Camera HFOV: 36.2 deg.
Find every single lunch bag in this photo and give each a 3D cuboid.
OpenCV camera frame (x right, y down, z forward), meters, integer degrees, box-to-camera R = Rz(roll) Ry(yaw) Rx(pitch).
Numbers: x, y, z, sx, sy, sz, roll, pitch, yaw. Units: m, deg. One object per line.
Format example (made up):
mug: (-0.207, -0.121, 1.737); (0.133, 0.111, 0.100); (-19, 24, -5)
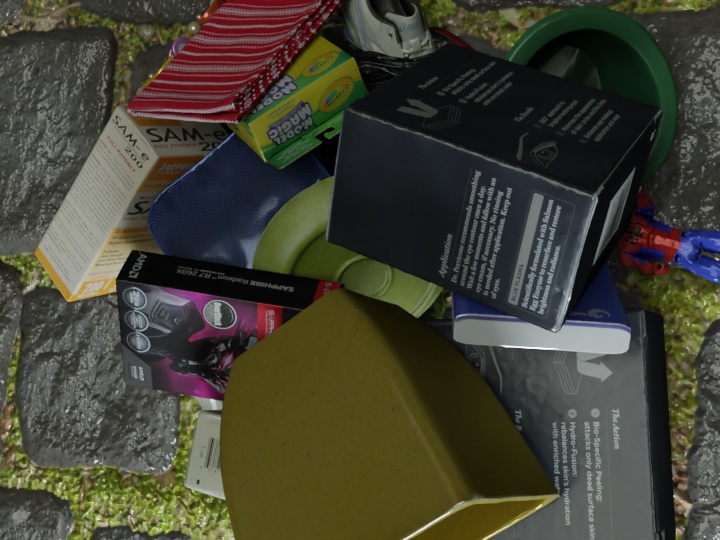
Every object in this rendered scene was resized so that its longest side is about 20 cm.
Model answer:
lunch bag: (-0.101, -0.039, 1.077); (0.199, 0.132, 0.137); (-37, 70, 6)

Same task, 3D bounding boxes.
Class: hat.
hat: (0.183, -0.172, 1.034); (0.164, 0.176, 0.202); (-29, 106, 3)

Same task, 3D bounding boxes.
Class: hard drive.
hard drive: (0.138, 0.003, 0.897); (0.129, 0.201, 0.026); (4, 116, 2)

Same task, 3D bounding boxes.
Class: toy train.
toy train: (-0.186, -0.201, 1.148); (0.055, 0.151, 0.200); (38, 111, -13)

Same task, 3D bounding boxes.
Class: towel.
towel: (-0.112, -0.208, 1.014); (0.143, 0.023, 0.201); (8, 50, 36)

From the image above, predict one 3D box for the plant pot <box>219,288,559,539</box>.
plant pot: (0.002, 0.132, 0.855); (0.193, 0.195, 0.202); (-35, 67, 19)

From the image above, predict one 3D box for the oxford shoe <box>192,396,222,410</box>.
oxford shoe: (-0.184, 0.077, 1.090); (0.057, 0.202, 0.075); (-27, 36, -11)

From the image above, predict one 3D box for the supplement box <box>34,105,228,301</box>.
supplement box: (-0.225, -0.068, 1.109); (0.074, 0.125, 0.201); (49, 121, 19)

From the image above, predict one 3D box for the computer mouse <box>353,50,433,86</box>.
computer mouse: (0.034, -0.106, 1.029); (0.138, 0.046, 0.203); (13, 120, 26)

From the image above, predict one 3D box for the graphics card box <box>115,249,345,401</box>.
graphics card box: (-0.116, 0.058, 0.986); (0.196, 0.051, 0.127); (10, 128, 6)

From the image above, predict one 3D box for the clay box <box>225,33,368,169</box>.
clay box: (-0.077, -0.172, 1.010); (0.114, 0.048, 0.200); (-34, 38, -11)

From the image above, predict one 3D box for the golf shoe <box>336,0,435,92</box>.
golf shoe: (0.040, -0.201, 1.037); (0.078, 0.097, 0.202); (-29, 86, -15)

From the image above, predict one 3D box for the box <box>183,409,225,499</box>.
box: (-0.075, 0.167, 1.013); (0.081, 0.199, 0.070); (11, 90, 22)

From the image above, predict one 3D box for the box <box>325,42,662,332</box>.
box: (0.107, -0.075, 0.859); (0.197, 0.196, 0.119); (22, 123, 19)

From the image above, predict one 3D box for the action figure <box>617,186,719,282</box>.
action figure: (0.285, -0.020, 0.938); (0.197, 0.099, 0.066); (16, 90, 25)

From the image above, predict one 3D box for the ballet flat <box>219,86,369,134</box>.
ballet flat: (-0.085, -0.187, 1.121); (0.197, 0.068, 0.070); (-9, 69, 22)

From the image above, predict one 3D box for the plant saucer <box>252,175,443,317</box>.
plant saucer: (0.000, 0.000, 1.004); (0.199, 0.200, 0.031); (-38, 40, 15)

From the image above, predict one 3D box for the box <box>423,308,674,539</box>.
box: (0.162, 0.140, 0.953); (0.197, 0.117, 0.201); (-4, 84, 23)
